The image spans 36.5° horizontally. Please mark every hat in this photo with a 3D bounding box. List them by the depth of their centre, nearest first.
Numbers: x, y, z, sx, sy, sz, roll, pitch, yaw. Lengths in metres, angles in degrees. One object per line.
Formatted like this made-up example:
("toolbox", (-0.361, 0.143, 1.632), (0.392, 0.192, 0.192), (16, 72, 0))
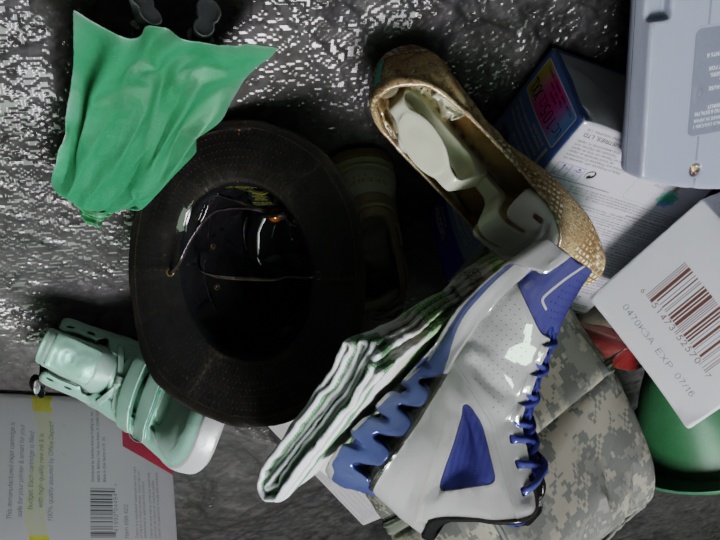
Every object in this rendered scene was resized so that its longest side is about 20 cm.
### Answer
("hat", (-0.067, 0.001, 0.743), (0.199, 0.202, 0.081), (-30, 171, 21))
("hat", (0.259, 0.061, 0.863), (0.199, 0.165, 0.178), (-29, 112, -28))

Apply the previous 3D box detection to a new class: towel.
("towel", (0.021, 0.061, 0.713), (0.200, 0.031, 0.150), (-31, 162, -53))

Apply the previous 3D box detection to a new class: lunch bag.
("lunch bag", (0.109, 0.145, 0.782), (0.199, 0.168, 0.139), (-28, 168, -41))

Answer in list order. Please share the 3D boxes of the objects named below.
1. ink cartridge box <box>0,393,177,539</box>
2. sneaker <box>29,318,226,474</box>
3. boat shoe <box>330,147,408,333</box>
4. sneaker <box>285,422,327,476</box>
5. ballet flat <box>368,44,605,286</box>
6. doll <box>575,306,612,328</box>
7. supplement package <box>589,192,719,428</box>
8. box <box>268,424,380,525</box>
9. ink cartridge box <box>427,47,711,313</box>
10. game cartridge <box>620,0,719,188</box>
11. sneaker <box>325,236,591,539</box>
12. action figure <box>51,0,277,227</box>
("ink cartridge box", (-0.261, 0.185, 0.909), (0.198, 0.146, 0.084), (6, 140, -21))
("sneaker", (-0.177, 0.088, 0.799), (0.117, 0.200, 0.074), (24, 85, -30))
("boat shoe", (0.002, -0.001, 0.816), (0.072, 0.064, 0.202), (-5, 141, -8))
("sneaker", (-0.018, 0.088, 0.829), (0.201, 0.076, 0.080), (52, 142, -10))
("ballet flat", (0.074, -0.053, 0.690), (0.200, 0.065, 0.070), (44, 125, -4))
("doll", (0.143, 0.094, 0.926), (0.200, 0.137, 0.048), (-40, -172, -15))
("supplement package", (0.282, 0.012, 0.799), (0.199, 0.117, 0.117), (-16, 155, -48))
("box", (-0.044, 0.121, 0.888), (0.200, 0.039, 0.041), (47, 133, -9))
("ink cartridge box", (0.142, -0.046, 0.787), (0.135, 0.077, 0.200), (13, 134, -27))
("game cartridge", (0.254, -0.122, 0.692), (0.198, 0.040, 0.135), (-11, 111, -19))
("sneaker", (0.083, 0.086, 0.654), (0.200, 0.115, 0.081), (-50, 169, 8))
("action figure", (-0.144, -0.089, 0.677), (0.117, 0.055, 0.200), (9, 144, -26))
